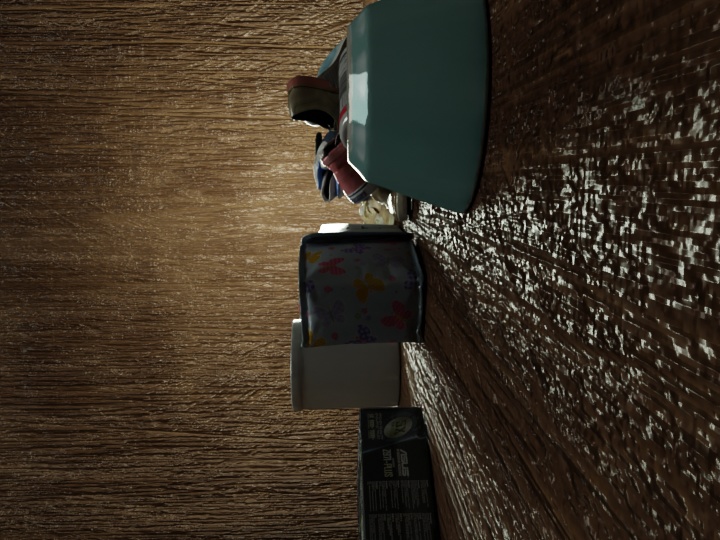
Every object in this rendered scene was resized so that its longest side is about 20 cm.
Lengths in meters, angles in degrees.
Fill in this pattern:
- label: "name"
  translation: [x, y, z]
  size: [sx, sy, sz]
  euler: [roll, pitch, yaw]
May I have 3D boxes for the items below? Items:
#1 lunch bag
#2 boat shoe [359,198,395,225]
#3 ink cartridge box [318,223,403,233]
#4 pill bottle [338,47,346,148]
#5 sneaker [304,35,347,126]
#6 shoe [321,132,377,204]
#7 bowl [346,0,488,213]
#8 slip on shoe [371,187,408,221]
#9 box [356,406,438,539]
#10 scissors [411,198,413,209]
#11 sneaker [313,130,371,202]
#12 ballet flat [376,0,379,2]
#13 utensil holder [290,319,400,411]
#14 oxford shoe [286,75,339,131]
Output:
- label: "lunch bag"
  translation: [-0.004, 0.010, 0.955]
  size: [0.200, 0.167, 0.129]
  euler: [-93, 2, -66]
- label: "boat shoe"
  translation: [0.032, -0.114, 1.340]
  size: [0.201, 0.068, 0.075]
  euler: [96, 175, -61]
- label: "ink cartridge box"
  translation: [0.000, 0.000, 1.173]
  size: [0.200, 0.144, 0.149]
  euler: [-101, 12, -83]
- label: "pill bottle"
  translation: [0.022, -0.275, 1.016]
  size: [0.111, 0.109, 0.202]
  euler: [93, 177, -59]
- label: "sneaker"
  translation: [-0.049, -0.321, 1.186]
  size: [0.201, 0.074, 0.082]
  euler: [-58, 18, -23]
- label: "shoe"
  translation: [0.004, -0.194, 1.081]
  size: [0.091, 0.071, 0.201]
  euler: [48, -141, -18]
- label: "bowl"
  translation: [0.040, -0.151, 0.590]
  size: [0.201, 0.103, 0.204]
  euler: [180, 90, -89]
- label: "slip on shoe"
  translation: [0.044, -0.129, 1.099]
  size: [0.200, 0.060, 0.077]
  euler: [-94, 5, -67]
- label: "box"
  translation: [0.041, 0.302, 0.858]
  size: [0.201, 0.085, 0.165]
  euler: [-93, 3, -50]
- label: "scissors"
  translation: [0.073, -0.168, 0.897]
  size: [0.073, 0.014, 0.203]
  euler: [-99, 10, -68]
- label: "sneaker"
  translation: [-0.035, -0.157, 1.189]
  size: [0.201, 0.080, 0.147]
  euler: [84, -151, -52]
- label: "ballet flat"
  translation: [0.042, -0.294, 0.850]
  size: [0.200, 0.072, 0.068]
  euler: [95, -161, -76]
- label: "utensil holder"
  translation: [-0.029, 0.179, 1.290]
  size: [0.170, 0.197, 0.173]
  euler: [-179, 90, -88]
- label: "oxford shoe"
  translation: [-0.024, -0.252, 1.101]
  size: [0.071, 0.197, 0.076]
  euler: [129, 145, -64]
